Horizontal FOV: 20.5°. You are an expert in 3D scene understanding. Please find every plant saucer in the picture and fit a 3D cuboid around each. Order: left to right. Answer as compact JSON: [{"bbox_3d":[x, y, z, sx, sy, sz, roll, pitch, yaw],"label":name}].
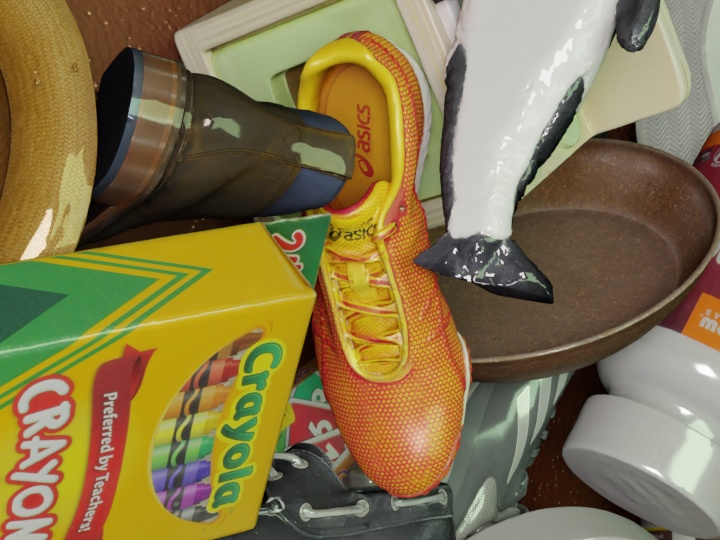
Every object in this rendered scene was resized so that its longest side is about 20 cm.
[{"bbox_3d":[0.083,-0.001,0.988,0.200,0.199,0.037,-43,131,-37],"label":"plant saucer"}]

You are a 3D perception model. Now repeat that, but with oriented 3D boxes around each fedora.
[{"bbox_3d":[-0.181,-0.036,0.801,0.082,0.198,0.203,41,51,-70],"label":"fedora"}]

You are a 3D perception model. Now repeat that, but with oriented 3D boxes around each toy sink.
[{"bbox_3d":[0.033,-0.095,0.934,0.112,0.199,0.131,-39,109,-53],"label":"toy sink"}]

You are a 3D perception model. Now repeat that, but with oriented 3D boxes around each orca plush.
[{"bbox_3d":[0.086,-0.083,0.847,0.071,0.104,0.202,29,61,-59],"label":"orca plush"}]

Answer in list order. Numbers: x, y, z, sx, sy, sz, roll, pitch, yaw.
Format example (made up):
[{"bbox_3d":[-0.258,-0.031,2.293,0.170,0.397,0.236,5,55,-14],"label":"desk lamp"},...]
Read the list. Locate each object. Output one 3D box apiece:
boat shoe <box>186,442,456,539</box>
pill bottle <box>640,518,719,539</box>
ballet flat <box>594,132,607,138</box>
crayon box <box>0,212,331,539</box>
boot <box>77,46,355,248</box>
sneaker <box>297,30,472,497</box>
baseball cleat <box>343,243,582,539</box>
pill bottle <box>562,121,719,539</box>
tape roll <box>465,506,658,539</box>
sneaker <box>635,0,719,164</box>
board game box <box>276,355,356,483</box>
[{"bbox_3d":[-0.034,0.109,0.869,0.199,0.071,0.069,10,82,-38],"label":"boat shoe"},{"bbox_3d":[0.210,0.070,1.134,0.109,0.109,0.202,5,80,-41],"label":"pill bottle"},{"bbox_3d":[0.109,-0.090,1.123,0.066,0.056,0.202,32,65,-64],"label":"ballet flat"},{"bbox_3d":[-0.096,0.052,0.753,0.198,0.051,0.128,-11,133,-31],"label":"crayon box"},{"bbox_3d":[-0.075,-0.037,0.832,0.096,0.200,0.076,12,81,-18],"label":"boot"},{"bbox_3d":[0.000,0.000,0.851,0.077,0.072,0.202,-19,100,-70],"label":"sneaker"},{"bbox_3d":[0.070,0.081,1.014,0.200,0.069,0.107,-41,117,-27],"label":"baseball cleat"},{"bbox_3d":[0.188,0.029,1.024,0.109,0.109,0.201,39,72,-29],"label":"pill bottle"},{"bbox_3d":[0.089,0.216,0.989,0.201,0.037,0.205,-10,115,-23],"label":"tape roll"},{"bbox_3d":[0.209,-0.124,1.203,0.115,0.073,0.202,33,55,-52],"label":"sneaker"},{"bbox_3d":[0.025,0.067,1.029,0.200,0.030,0.096,-37,107,-41],"label":"board game box"}]
